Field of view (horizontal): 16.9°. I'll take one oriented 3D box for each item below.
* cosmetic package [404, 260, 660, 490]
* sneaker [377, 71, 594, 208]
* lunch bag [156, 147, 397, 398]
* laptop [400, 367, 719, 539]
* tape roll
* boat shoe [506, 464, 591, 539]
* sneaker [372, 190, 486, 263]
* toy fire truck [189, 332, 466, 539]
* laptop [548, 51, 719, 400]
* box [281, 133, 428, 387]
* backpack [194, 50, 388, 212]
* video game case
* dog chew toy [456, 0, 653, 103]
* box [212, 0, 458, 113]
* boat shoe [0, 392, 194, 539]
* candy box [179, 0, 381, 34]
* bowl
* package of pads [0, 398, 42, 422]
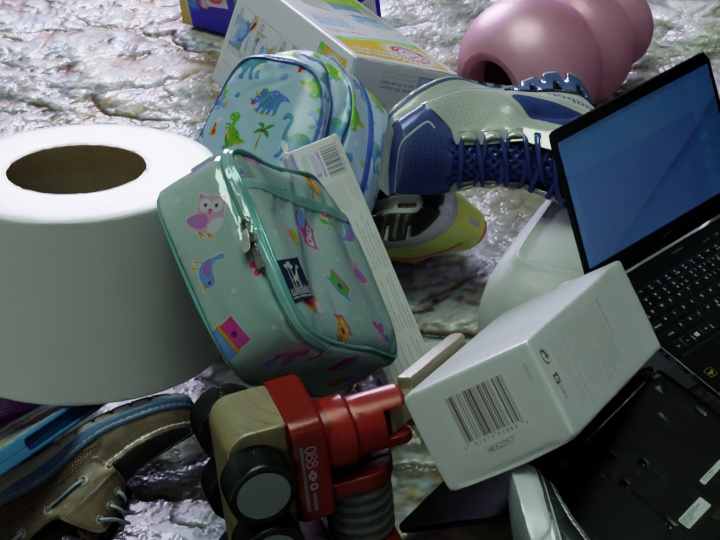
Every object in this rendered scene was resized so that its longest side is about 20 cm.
[{"bbox_3d":[0.116,0.066,1.586,0.101,0.074,0.200,-25,3,29],"label":"cosmetic package"},{"bbox_3d":[0.121,-0.091,1.802,0.199,0.081,0.115,-13,34,-31],"label":"sneaker"},{"bbox_3d":[-0.054,-0.001,1.645,0.077,0.200,0.161,-26,74,16],"label":"lunch bag"},{"bbox_3d":[0.161,0.158,1.632,0.200,0.104,0.177,37,53,17],"label":"laptop"},{"bbox_3d":[-0.198,-0.008,1.725,0.201,0.140,0.203,-2,22,1],"label":"tape roll"},{"bbox_3d":[0.145,0.204,1.483,0.068,0.074,0.200,-16,56,-8],"label":"boat shoe"},{"bbox_3d":[0.018,-0.036,1.923,0.199,0.090,0.079,6,79,48],"label":"sneaker"},{"bbox_3d":[-0.001,0.134,1.582,0.199,0.177,0.129,-15,34,-12],"label":"toy fire truck"},{"bbox_3d":[0.249,-0.034,1.699,0.177,0.104,0.200,-28,56,-36],"label":"laptop"},{"bbox_3d":[0.000,0.000,1.767,0.041,0.201,0.039,-23,-1,-15],"label":"box"},{"bbox_3d":[-0.058,-0.069,1.856,0.163,0.154,0.200,16,64,45],"label":"backpack"},{"bbox_3d":[-0.252,0.127,1.702,0.143,0.018,0.200,-27,5,36],"label":"video game case"},{"bbox_3d":[0.174,-0.187,2.050,0.124,0.125,0.200,21,37,38],"label":"dog chew toy"},{"bbox_3d":[-0.023,-0.163,2.045,0.112,0.102,0.200,7,22,-34],"label":"box"},{"bbox_3d":[-0.195,0.158,1.694,0.199,0.072,0.073,-30,72,-1],"label":"boat shoe"},{"bbox_3d":[-0.085,-0.299,2.234,0.199,0.170,0.077,19,40,38],"label":"candy box"},{"bbox_3d":[0.200,-0.005,1.813,0.199,0.075,0.200,12,41,29],"label":"bowl"},{"bbox_3d":[-0.285,0.035,1.887,0.120,0.076,0.200,-14,34,-16],"label":"package of pads"}]
